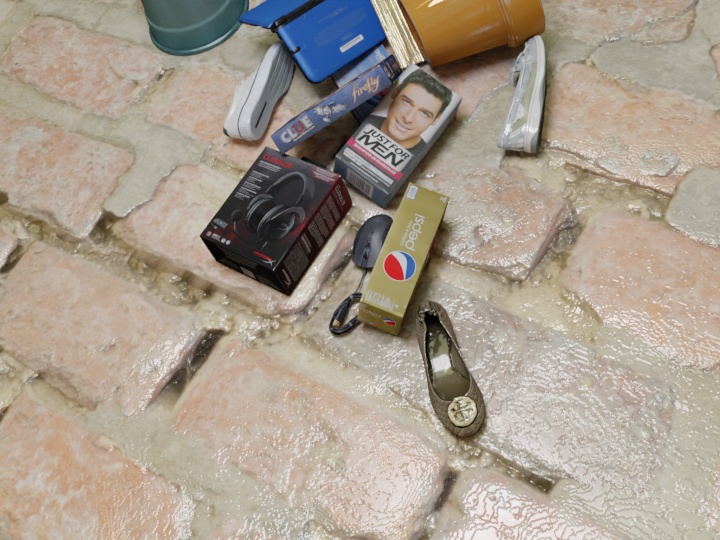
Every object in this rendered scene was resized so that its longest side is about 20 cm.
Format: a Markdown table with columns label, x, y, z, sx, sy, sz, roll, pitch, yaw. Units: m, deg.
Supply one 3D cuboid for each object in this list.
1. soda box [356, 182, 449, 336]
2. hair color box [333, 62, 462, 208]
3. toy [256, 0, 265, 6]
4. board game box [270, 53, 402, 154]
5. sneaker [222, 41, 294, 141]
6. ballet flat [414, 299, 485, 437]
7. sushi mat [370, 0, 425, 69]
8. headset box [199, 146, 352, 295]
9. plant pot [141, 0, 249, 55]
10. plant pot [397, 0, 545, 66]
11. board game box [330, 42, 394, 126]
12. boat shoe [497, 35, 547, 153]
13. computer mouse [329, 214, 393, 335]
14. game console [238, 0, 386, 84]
| label | x | y | z | sx | sy | sz | roll | pitch | yaw |
| --- | --- | --- | --- | --- | --- | --- | --- | --- | --- |
| soda box | 0.060 | -0.016 | 1.316 | 0.063 | 0.068 | 0.202 | 21 | 65 | 6 |
| hair color box | 0.057 | -0.204 | 1.431 | 0.098 | 0.061 | 0.201 | 35 | 71 | 7 |
| toy | -0.085 | -0.483 | 1.676 | 0.199 | 0.047 | 0.115 | 31 | 72 | 31 |
| board game box | -0.034 | -0.255 | 1.443 | 0.198 | 0.035 | 0.136 | -30 | 12 | 18 |
| sneaker | -0.172 | -0.302 | 1.572 | 0.070 | 0.073 | 0.202 | 6 | 57 | 27 |
| ballet flat | 0.111 | 0.121 | 1.234 | 0.066 | 0.047 | 0.202 | -18 | 55 | 5 |
| sushi mat | 0.070 | -0.435 | 1.560 | 0.095 | 0.012 | 0.202 | -22 | 84 | -11 |
| headset box | -0.118 | -0.084 | 1.414 | 0.148 | 0.077 | 0.201 | 24 | 69 | 28 |
| plant pot | -0.321 | -0.525 | 1.682 | 0.197 | 0.197 | 0.203 | -7 | 57 | 11 |
| plant pot | 0.161 | -0.417 | 1.477 | 0.182 | 0.201 | 0.202 | -28 | 55 | 5 |
| board game box | 0.019 | -0.300 | 1.546 | 0.102 | 0.020 | 0.201 | -26 | 55 | -1 |
| boat shoe | 0.247 | -0.268 | 1.429 | 0.064 | 0.075 | 0.205 | 4 | 66 | 13 |
| computer mouse | 0.000 | 0.000 | 1.352 | 0.058 | 0.034 | 0.202 | 10 | 62 | 21 |
| game console | -0.071 | -0.413 | 1.587 | 0.199 | 0.118 | 0.172 | -38 | 98 | -23 |
